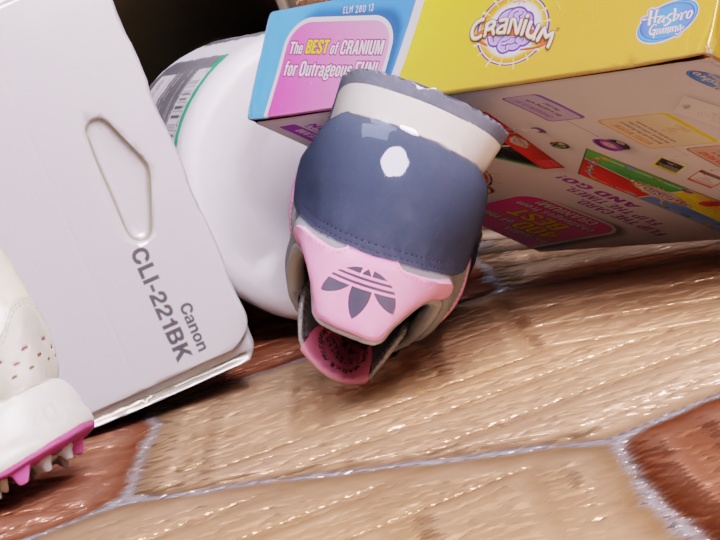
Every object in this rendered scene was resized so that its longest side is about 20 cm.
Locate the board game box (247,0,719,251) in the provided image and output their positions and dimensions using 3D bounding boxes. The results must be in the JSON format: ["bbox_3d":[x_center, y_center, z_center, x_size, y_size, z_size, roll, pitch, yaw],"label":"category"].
[{"bbox_3d":[0.084,-0.051,0.735,0.153,0.041,0.200,22,-17,-40],"label":"board game box"}]

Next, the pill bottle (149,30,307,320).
[{"bbox_3d":[-0.037,-0.042,0.931,0.113,0.114,0.200,-16,7,-12],"label":"pill bottle"}]

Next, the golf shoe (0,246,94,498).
[{"bbox_3d":[-0.177,0.036,0.698,0.199,0.092,0.075,-13,8,22],"label":"golf shoe"}]

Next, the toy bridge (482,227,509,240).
[{"bbox_3d":[0.098,-0.033,0.940,0.199,0.027,0.067,-11,8,21],"label":"toy bridge"}]

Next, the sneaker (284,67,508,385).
[{"bbox_3d":[0.000,0.000,0.735,0.070,0.082,0.200,20,-12,5],"label":"sneaker"}]

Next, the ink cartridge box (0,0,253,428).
[{"bbox_3d":[-0.117,-0.028,0.826,0.083,0.145,0.200,-24,9,-11],"label":"ink cartridge box"}]

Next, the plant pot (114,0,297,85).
[{"bbox_3d":[-0.109,-0.115,1.471,0.199,0.201,0.173,-12,-9,16],"label":"plant pot"}]
